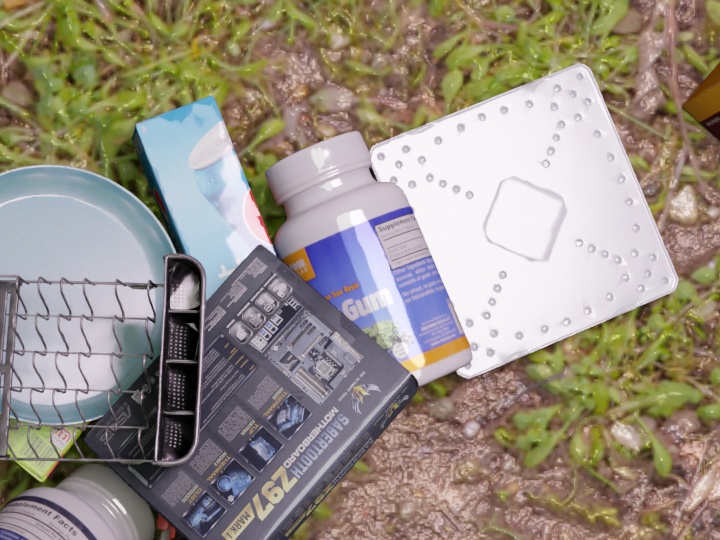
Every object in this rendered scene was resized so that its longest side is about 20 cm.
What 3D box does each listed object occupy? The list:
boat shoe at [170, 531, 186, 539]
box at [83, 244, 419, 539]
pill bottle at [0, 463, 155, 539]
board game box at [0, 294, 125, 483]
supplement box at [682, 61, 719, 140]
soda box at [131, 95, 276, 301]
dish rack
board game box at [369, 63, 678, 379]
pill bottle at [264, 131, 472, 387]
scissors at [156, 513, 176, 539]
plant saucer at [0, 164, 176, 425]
[{"bbox_3d":[-0.117,0.238,1.616,0.073,0.074,0.200,40,73,-29],"label":"boat shoe"},{"bbox_3d":[-0.079,0.105,1.550,0.158,0.051,0.200,39,84,18],"label":"box"},{"bbox_3d":[-0.241,0.228,1.535,0.111,0.111,0.200,49,46,-1],"label":"pill bottle"},{"bbox_3d":[-0.290,0.061,1.611,0.200,0.048,0.102,39,78,-3],"label":"board game box"},{"bbox_3d":[0.411,-0.146,1.705,0.200,0.133,0.197,42,79,-2],"label":"supplement box"},{"bbox_3d":[-0.111,-0.029,1.643,0.068,0.064,0.201,-21,88,-11],"label":"soda box"},{"bbox_3d":[-0.210,0.068,1.521,0.199,0.055,0.154,1,74,3],"label":"dish rack"},{"bbox_3d":[0.130,-0.040,1.702,0.199,0.026,0.201,-22,88,-11],"label":"board game box"},{"bbox_3d":[0.000,0.000,1.632,0.112,0.112,0.201,-23,88,-11],"label":"pill bottle"},{"bbox_3d":[-0.145,0.203,1.596,0.014,0.073,0.201,1,73,12],"label":"scissors"},{"bbox_3d":[-0.232,0.020,1.591,0.199,0.027,0.201,4,75,-14],"label":"plant saucer"}]
